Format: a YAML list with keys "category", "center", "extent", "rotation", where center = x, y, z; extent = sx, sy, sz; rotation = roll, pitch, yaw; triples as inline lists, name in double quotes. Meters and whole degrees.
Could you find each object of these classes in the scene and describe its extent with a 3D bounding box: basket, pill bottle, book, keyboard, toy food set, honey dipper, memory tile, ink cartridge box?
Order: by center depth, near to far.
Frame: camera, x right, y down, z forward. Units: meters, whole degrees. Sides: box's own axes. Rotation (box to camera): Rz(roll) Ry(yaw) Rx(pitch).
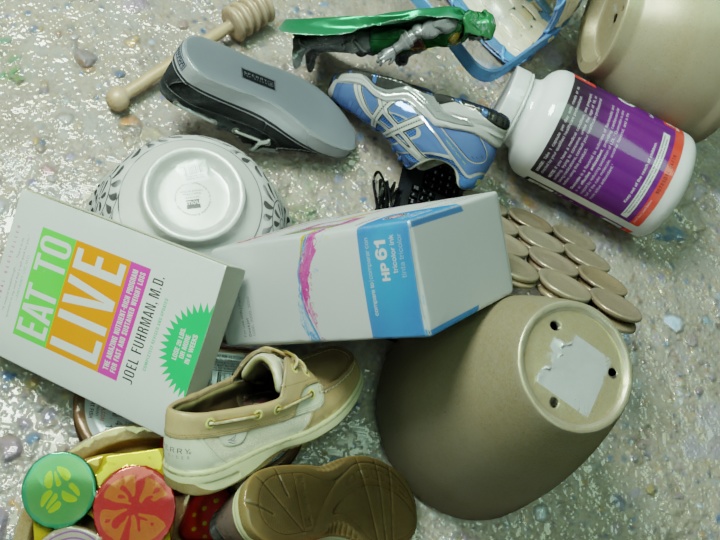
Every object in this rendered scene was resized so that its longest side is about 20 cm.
- category: "toy food set"
  center: [-0.165, 0.218, 0.645]
  extent: [0.193, 0.049, 0.205]
  rotation: [-6, 83, -13]
- category: "book"
  center: [-0.198, 0.032, 0.680]
  extent: [0.196, 0.048, 0.137]
  rotation: [19, 90, 20]
- category: "ink cartridge box"
  center: [0.000, 0.000, 0.691]
  extent: [0.143, 0.196, 0.087]
  rotation: [-20, 100, -53]
- category: "memory tile"
  center: [0.169, -0.013, 0.797]
  extent: [0.150, 0.017, 0.201]
  rotation: [19, 22, -9]
- category: "keyboard"
  center: [0.051, -0.029, 0.831]
  extent: [0.102, 0.040, 0.204]
  rotation: [17, 63, -7]
- category: "honey dipper"
  center: [-0.168, -0.218, 0.857]
  extent: [0.199, 0.038, 0.038]
  rotation: [-40, 81, -24]
- category: "pill bottle"
  center: [0.228, -0.126, 0.876]
  extent: [0.197, 0.113, 0.114]
  rotation: [27, 63, -2]
- category: "basket"
  center: [0.142, -0.296, 0.910]
  extent: [0.198, 0.140, 0.178]
  rotation: [-28, 75, -31]

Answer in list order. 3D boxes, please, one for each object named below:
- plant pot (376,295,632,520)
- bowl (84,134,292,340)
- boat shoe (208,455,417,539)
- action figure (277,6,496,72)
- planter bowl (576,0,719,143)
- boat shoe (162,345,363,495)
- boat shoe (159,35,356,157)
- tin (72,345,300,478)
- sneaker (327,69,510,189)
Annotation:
- category: "plant pot"
  center: [0.127, 0.098, 0.697]
  extent: [0.182, 0.200, 0.192]
  rotation: [5, 72, -15]
- category: "bowl"
  center: [-0.146, -0.046, 0.758]
  extent: [0.195, 0.094, 0.206]
  rotation: [6, 66, -13]
- category: "boat shoe"
  center: [-0.032, 0.186, 0.677]
  extent: [0.198, 0.064, 0.075]
  rotation: [20, 54, -45]
- category: "action figure"
  center: [0.032, -0.224, 0.831]
  extent: [0.195, 0.118, 0.056]
  rotation: [-4, 99, 18]
- category: "planter bowl"
  center: [0.307, -0.247, 0.898]
  extent: [0.131, 0.201, 0.205]
  rotation: [12, 65, -8]
- category: "boat shoe"
  center: [-0.067, 0.095, 0.658]
  extent: [0.073, 0.068, 0.199]
  rotation: [10, 24, 34]
- category: "boat shoe"
  center: [-0.096, -0.148, 0.828]
  extent: [0.196, 0.068, 0.075]
  rotation: [16, 49, -34]
- category: "tin"
  center: [-0.139, 0.118, 0.722]
  extent: [0.195, 0.042, 0.115]
  rotation: [7, 70, -11]
- category: "sneaker"
  center: [0.044, -0.141, 0.838]
  extent: [0.197, 0.079, 0.075]
  rotation: [25, 16, 30]
